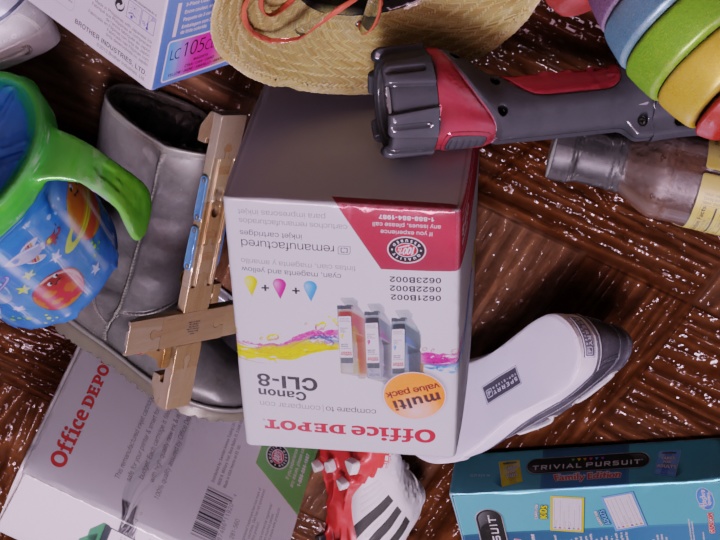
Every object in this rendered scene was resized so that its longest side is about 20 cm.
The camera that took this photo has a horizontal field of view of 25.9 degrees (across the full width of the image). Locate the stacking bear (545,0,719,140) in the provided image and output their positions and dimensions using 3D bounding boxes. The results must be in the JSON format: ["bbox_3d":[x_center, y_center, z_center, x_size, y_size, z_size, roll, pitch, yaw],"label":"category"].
[{"bbox_3d":[0.200,-0.118,0.855,0.114,0.121,0.200,-37,77,7],"label":"stacking bear"}]

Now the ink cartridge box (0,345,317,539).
[{"bbox_3d":[-0.147,0.158,1.155,0.200,0.146,0.084,27,132,-8],"label":"ink cartridge box"}]

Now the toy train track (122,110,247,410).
[{"bbox_3d":[-0.111,-0.008,1.009,0.032,0.115,0.201,25,111,34],"label":"toy train track"}]

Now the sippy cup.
[{"bbox_3d":[-0.223,-0.034,0.989,0.178,0.140,0.130,34,166,40],"label":"sippy cup"}]

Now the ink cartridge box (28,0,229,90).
[{"bbox_3d":[-0.121,-0.224,0.884,0.136,0.076,0.200,37,133,23],"label":"ink cartridge box"}]

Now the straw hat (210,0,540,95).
[{"bbox_3d":[0.005,-0.189,0.904,0.200,0.085,0.201,-12,153,-6],"label":"straw hat"}]

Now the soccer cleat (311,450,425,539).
[{"bbox_3d":[0.011,0.156,1.173,0.085,0.069,0.201,-18,126,-30],"label":"soccer cleat"}]

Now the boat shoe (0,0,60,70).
[{"bbox_3d":[-0.281,-0.122,1.031,0.201,0.075,0.086,-26,123,17],"label":"boat shoe"}]

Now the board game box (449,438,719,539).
[{"bbox_3d":[0.180,0.203,1.187,0.199,0.047,0.151,-5,125,15],"label":"board game box"}]

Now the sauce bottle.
[{"bbox_3d":[0.217,-0.057,0.982,0.199,0.065,0.065,15,127,2],"label":"sauce bottle"}]

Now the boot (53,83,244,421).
[{"bbox_3d":[-0.120,-0.009,1.075,0.181,0.073,0.200,27,119,0],"label":"boot"}]

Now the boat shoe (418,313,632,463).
[{"bbox_3d":[0.109,0.083,1.103,0.068,0.072,0.200,2,152,-39],"label":"boat shoe"}]

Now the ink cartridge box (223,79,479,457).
[{"bbox_3d":[0.000,0.000,1.013,0.145,0.145,0.201,3,127,7],"label":"ink cartridge box"}]

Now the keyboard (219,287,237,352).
[{"bbox_3d":[-0.069,0.070,1.164,0.200,0.011,0.056,40,128,-17],"label":"keyboard"}]

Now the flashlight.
[{"bbox_3d":[0.106,-0.109,0.935,0.199,0.068,0.068,-8,119,-10],"label":"flashlight"}]
